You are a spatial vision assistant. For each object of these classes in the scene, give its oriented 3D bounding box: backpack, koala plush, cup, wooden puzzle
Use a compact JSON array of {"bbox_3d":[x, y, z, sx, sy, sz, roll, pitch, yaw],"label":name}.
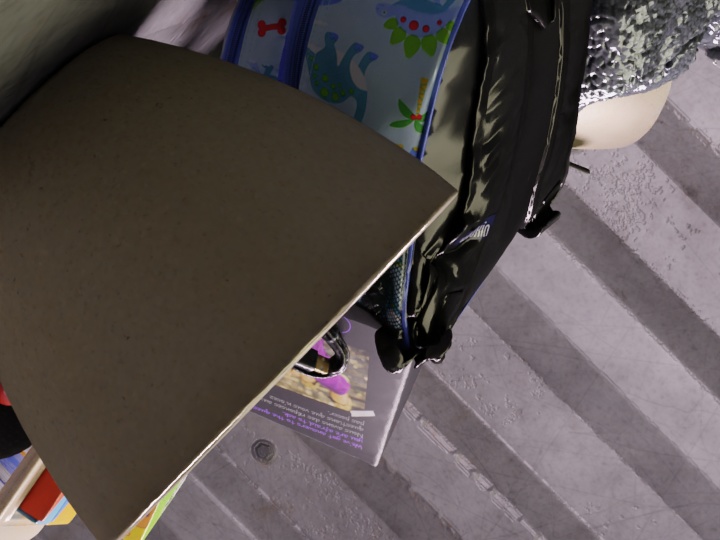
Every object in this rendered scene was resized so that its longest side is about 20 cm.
[{"bbox_3d":[0.020,-0.092,0.896,0.183,0.146,0.201,-47,153,-47],"label":"backpack"},{"bbox_3d":[0.170,-0.163,1.036,0.199,0.178,0.184,-5,-168,-19],"label":"koala plush"},{"bbox_3d":[-0.079,-0.009,0.758,0.200,0.143,0.200,-45,180,0],"label":"cup"},{"bbox_3d":[-0.152,0.088,1.095,0.200,0.037,0.185,-51,177,-6],"label":"wooden puzzle"}]

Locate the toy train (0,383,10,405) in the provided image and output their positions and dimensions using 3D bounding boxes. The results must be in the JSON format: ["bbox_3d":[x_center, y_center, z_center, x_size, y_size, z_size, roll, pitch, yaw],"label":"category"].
[{"bbox_3d":[-0.120,0.030,0.924,0.116,0.084,0.200,-58,154,-16],"label":"toy train"}]

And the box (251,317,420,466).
[{"bbox_3d":[0.000,0.000,1.092,0.200,0.106,0.123,106,8,-54],"label":"box"}]

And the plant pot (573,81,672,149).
[{"bbox_3d":[0.093,-0.170,1.189,0.134,0.201,0.200,-8,165,-20],"label":"plant pot"}]

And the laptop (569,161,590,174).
[{"bbox_3d":[0.012,-0.059,1.221,0.200,0.177,0.104,-46,-137,34],"label":"laptop"}]

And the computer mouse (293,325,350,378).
[{"bbox_3d":[-0.089,0.025,0.992,0.059,0.199,0.034,-54,-148,30],"label":"computer mouse"}]

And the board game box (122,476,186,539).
[{"bbox_3d":[-0.099,0.075,1.205,0.200,0.030,0.096,-60,179,25],"label":"board game box"}]

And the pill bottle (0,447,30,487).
[{"bbox_3d":[-0.200,0.103,1.292,0.112,0.112,0.200,-45,178,-23],"label":"pill bottle"}]

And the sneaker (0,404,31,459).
[{"bbox_3d":[-0.166,0.034,1.178,0.201,0.067,0.108,-49,176,12],"label":"sneaker"}]
